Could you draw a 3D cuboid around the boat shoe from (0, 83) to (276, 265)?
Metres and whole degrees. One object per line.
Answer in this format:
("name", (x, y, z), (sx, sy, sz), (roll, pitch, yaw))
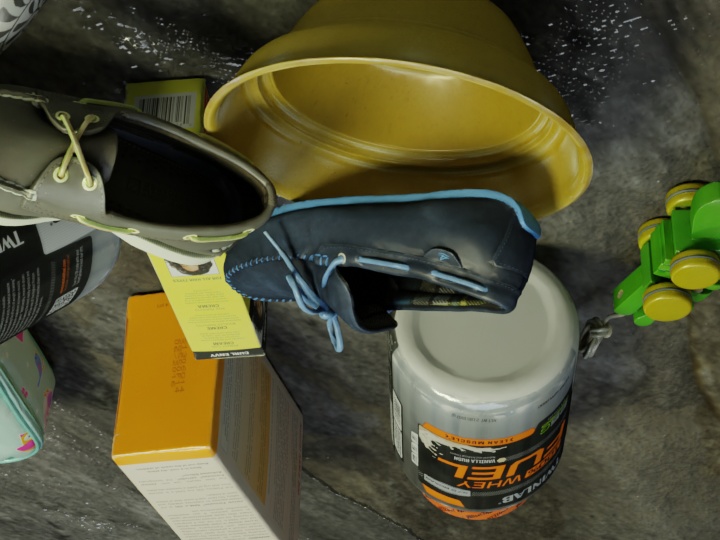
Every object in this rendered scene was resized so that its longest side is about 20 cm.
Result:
("boat shoe", (-0.134, -0.054, 0.880), (0.201, 0.072, 0.060), (17, 157, -35))

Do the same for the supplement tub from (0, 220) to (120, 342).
("supplement tub", (-0.231, -0.007, 0.914), (0.122, 0.200, 0.123), (19, 124, 30))

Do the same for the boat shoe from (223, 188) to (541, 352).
("boat shoe", (0.000, 0.000, 0.959), (0.200, 0.069, 0.084), (-10, 152, 41))

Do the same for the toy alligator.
("toy alligator", (0.198, 0.005, 1.104), (0.054, 0.059, 0.200), (10, 147, -13))

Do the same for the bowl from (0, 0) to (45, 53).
("bowl", (-0.237, -0.146, 0.855), (0.200, 0.094, 0.201), (1, 149, 1))

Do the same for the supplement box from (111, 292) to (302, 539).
("supplement box", (-0.103, 0.116, 1.238), (0.073, 0.126, 0.200), (-7, 146, 13))

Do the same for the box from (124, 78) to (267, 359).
("box", (-0.097, -0.026, 1.060), (0.050, 0.075, 0.200), (-4, 146, 7))

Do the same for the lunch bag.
("lunch bag", (-0.326, 0.075, 1.230), (0.199, 0.077, 0.161), (-3, 148, 8))

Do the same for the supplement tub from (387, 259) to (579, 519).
("supplement tub", (0.080, 0.083, 1.177), (0.122, 0.123, 0.200), (0, 148, 3))

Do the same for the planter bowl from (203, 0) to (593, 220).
("planter bowl", (0.024, -0.097, 0.912), (0.200, 0.084, 0.200), (8, 160, 3))
